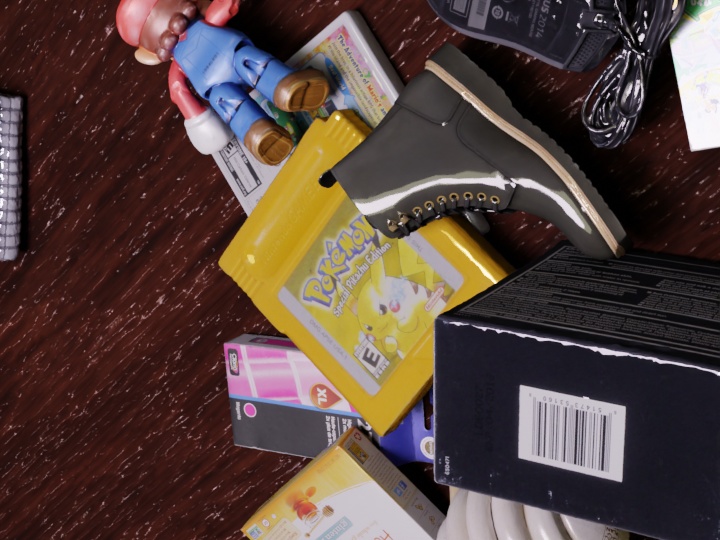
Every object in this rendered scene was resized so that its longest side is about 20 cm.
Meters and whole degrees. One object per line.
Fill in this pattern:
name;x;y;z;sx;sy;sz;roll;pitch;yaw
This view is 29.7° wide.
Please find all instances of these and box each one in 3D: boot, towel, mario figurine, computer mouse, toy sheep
boot;0.080;-0.046;0.954;0.138;0.077;0.200;-44;64;2
towel;-0.412;-0.099;1.281;0.200;0.086;0.166;13;110;29
mario figurine;-0.106;-0.172;1.070;0.200;0.123;0.106;44;162;24
computer mouse;0.128;-0.183;0.925;0.200;0.053;0.139;33;128;25
toy sheep;0.127;0.192;0.987;0.200;0.138;0.138;-39;82;37

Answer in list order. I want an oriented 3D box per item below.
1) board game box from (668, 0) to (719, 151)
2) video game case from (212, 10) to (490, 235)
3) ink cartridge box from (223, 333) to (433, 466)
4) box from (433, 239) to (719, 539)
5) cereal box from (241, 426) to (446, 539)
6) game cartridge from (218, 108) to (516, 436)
board game box;0.292;-0.157;0.842;0.200;0.034;0.135;-8;99;34
video game case;-0.017;-0.071;1.073;0.182;0.024;0.200;-35;83;34
ink cartridge box;-0.022;0.109;1.122;0.200;0.037;0.095;4;106;30
box;0.180;0.072;0.880;0.200;0.198;0.123;10;111;30
cereal box;0.017;0.240;1.108;0.200;0.040;0.144;45;124;0
game cartridge;0.000;0.000;1.043;0.200;0.032;0.176;44;119;15
